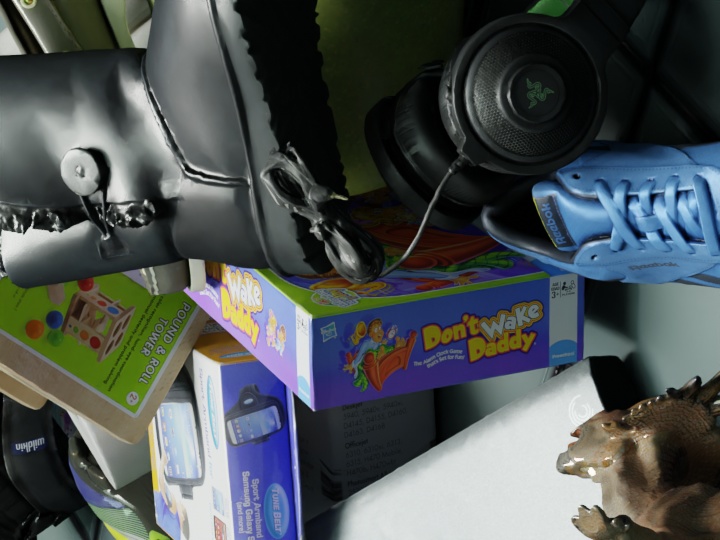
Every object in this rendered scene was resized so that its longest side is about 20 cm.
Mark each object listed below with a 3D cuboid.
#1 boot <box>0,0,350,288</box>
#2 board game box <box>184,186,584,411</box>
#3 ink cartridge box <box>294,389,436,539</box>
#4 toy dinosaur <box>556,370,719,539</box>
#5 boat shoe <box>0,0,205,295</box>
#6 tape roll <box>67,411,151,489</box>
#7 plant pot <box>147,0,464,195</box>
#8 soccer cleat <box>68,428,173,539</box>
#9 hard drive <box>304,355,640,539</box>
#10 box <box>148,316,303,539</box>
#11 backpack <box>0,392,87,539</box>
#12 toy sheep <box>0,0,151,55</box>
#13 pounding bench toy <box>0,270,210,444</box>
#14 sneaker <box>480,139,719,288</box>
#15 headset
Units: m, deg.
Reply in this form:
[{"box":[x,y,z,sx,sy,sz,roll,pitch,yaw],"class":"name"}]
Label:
[{"box":[-0.101,-0.086,1.131,0.167,0.076,0.201,0,114,24],"class":"boot"},{"box":[0.000,0.000,1.257,0.200,0.134,0.045,-143,48,-59],"class":"board game box"},{"box":[-0.015,0.082,1.407,0.116,0.066,0.201,22,120,57],"class":"ink cartridge box"},{"box":[0.162,0.113,1.091,0.199,0.136,0.086,31,136,15],"class":"toy dinosaur"},{"box":[-0.125,-0.078,1.234,0.072,0.060,0.203,-168,58,-75],"class":"boat shoe"},{"box":[-0.161,0.024,1.561,0.203,0.071,0.203,58,172,14],"class":"tape roll"},{"box":[-0.025,-0.142,1.244,0.200,0.200,0.185,39,144,49],"class":"plant pot"},{"box":[-0.111,0.167,1.635,0.200,0.065,0.084,50,170,34],"class":"soccer cleat"},{"box":[0.069,0.144,1.253,0.200,0.033,0.140,-33,69,37],"class":"hard drive"},{"box":[-0.071,0.092,1.379,0.200,0.041,0.120,-156,61,-73],"class":"box"},{"box":[-0.253,0.096,1.727,0.200,0.166,0.127,52,-162,-52],"class":"backpack"},{"box":[-0.125,-0.110,1.472,0.200,0.138,0.138,56,151,-6],"class":"toy sheep"},{"box":[-0.146,-0.036,1.385,0.156,0.124,0.201,11,70,60],"class":"pounding bench toy"},{"box":[0.125,-0.021,1.115,0.200,0.078,0.066,4,102,58],"class":"sneaker"},{"box":[0.040,-0.071,1.121,0.094,0.200,0.123,45,145,-9],"class":"headset"}]
